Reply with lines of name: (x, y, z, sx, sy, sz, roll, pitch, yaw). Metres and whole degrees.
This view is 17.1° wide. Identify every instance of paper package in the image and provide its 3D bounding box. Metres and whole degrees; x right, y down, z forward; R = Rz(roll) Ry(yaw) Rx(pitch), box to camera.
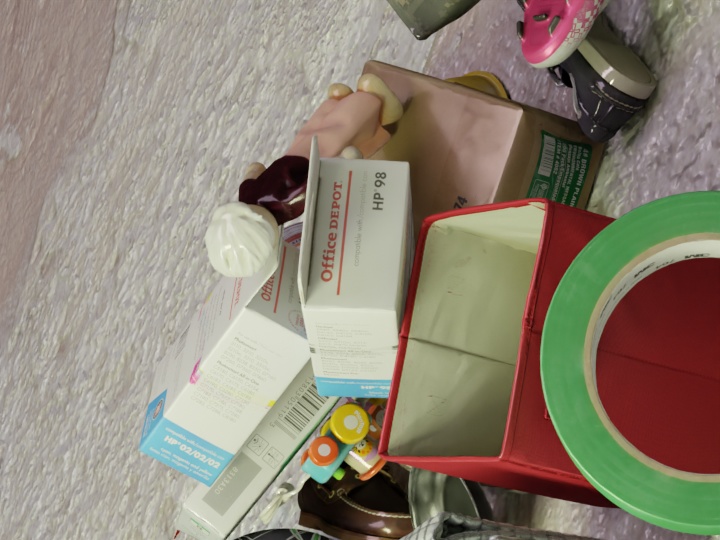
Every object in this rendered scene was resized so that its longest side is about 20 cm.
paper package: (0.067, -0.040, 1.828, 0.190, 0.103, 0.201, 23, 98, 44)

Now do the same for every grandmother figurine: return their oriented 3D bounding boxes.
grandmother figurine: (-0.044, -0.067, 1.748, 0.121, 0.061, 0.200, -24, 20, 51)

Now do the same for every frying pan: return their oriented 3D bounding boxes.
frying pan: (0.085, 0.214, 1.731, 0.190, 0.031, 0.115, 60, 151, 30)

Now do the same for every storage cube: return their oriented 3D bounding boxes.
storage cube: (0.140, 0.060, 1.579, 0.200, 0.179, 0.172, -9, 69, 65)

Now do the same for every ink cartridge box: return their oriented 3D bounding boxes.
ink cartridge box: (0.000, 0.000, 1.667, 0.200, 0.066, 0.116, 83, -169, -66)
ink cartridge box: (-0.084, 0.051, 1.808, 0.200, 0.068, 0.115, -53, 16, 29)
ink cartridge box: (-0.084, 0.157, 1.945, 0.161, 0.050, 0.200, -51, -5, -15)

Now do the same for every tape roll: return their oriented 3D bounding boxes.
tape roll: (0.208, 0.055, 1.423, 0.048, 0.200, 0.201, 58, -139, -75)

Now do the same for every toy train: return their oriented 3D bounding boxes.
toy train: (-0.002, 0.131, 1.900, 0.150, 0.056, 0.200, -55, -1, 36)

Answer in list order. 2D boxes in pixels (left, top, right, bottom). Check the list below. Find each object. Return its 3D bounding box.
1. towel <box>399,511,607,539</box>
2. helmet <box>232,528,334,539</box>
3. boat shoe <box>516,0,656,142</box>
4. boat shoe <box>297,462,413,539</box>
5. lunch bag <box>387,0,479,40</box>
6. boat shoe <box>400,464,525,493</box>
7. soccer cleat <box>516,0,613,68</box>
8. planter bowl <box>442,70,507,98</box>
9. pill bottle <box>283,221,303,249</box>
towel: (0.101, 0.228, 1.543, 0.166, 0.199, 0.086, -40, 43, 54)
helmet: (-0.061, 0.295, 1.868, 0.200, 0.199, 0.191, 23, 97, 66)
boat shoe: (0.155, -0.165, 1.806, 0.063, 0.072, 0.200, -61, 32, 22)
boat shoe: (-0.002, 0.185, 1.945, 0.200, 0.070, 0.071, 7, 87, 66)
lunch bag: (0.107, -0.297, 1.874, 0.200, 0.118, 0.164, -38, -5, -44)
boat shoe: (0.070, 0.134, 1.833, 0.200, 0.059, 0.072, 3, 80, 65)
soccer cleat: (0.180, -0.225, 1.749, 0.070, 0.086, 0.201, -8, 56, 54)
planter bowl: (0.041, -0.079, 1.988, 0.200, 0.083, 0.201, -41, 41, 51)
pill bottle: (-0.036, 0.018, 2.036, 0.200, 0.112, 0.113, -124, 51, -80)
